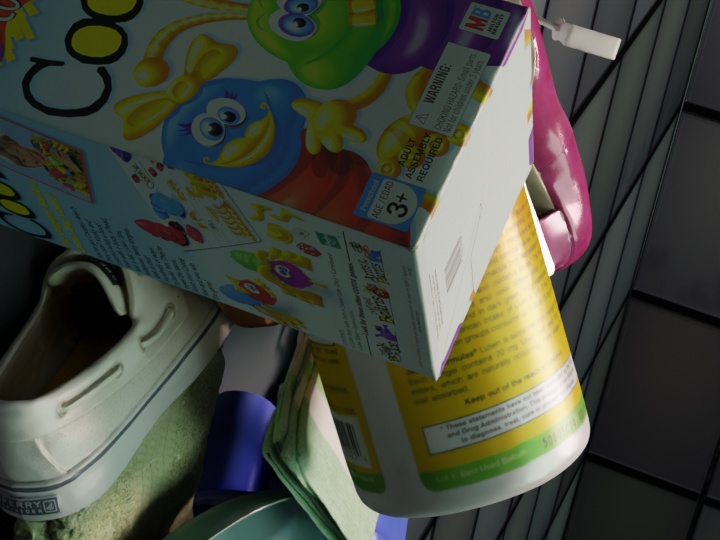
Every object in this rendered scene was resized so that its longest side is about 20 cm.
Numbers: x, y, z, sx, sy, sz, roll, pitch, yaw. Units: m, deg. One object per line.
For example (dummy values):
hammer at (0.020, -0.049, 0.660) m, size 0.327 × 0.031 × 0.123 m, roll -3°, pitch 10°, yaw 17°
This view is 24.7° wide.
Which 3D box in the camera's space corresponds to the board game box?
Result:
board game box at (-0.047, -0.056, 0.602) m, size 0.105 × 0.199 × 0.103 m, roll 78°, pitch 34°, yaw -62°

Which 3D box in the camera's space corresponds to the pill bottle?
pill bottle at (0.024, -0.004, 0.722) m, size 0.111 × 0.110 × 0.201 m, roll -40°, pitch 116°, yaw -63°

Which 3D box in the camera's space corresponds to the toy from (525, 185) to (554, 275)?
toy at (0.044, -0.068, 0.799) m, size 0.115 × 0.047 × 0.201 m, roll -31°, pitch 106°, yaw -37°

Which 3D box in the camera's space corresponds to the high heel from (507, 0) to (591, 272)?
high heel at (0.090, -0.091, 0.898) m, size 0.096 × 0.067 × 0.201 m, roll -40°, pitch 120°, yaw -52°

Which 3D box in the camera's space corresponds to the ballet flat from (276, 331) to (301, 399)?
ballet flat at (-0.025, 0.065, 1.128) m, size 0.069 × 0.069 × 0.201 m, roll -15°, pitch 121°, yaw -72°

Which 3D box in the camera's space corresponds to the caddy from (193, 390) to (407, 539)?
caddy at (-0.042, 0.158, 0.986) m, size 0.200 × 0.140 × 0.106 m, roll 83°, pitch 16°, yaw -58°

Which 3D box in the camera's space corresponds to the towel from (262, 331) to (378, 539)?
towel at (0.012, 0.034, 0.847) m, size 0.153 × 0.023 × 0.201 m, roll 61°, pitch 44°, yaw -56°

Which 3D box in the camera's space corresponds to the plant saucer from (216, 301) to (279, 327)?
plant saucer at (-0.045, -0.074, 0.786) m, size 0.200 × 0.032 × 0.202 m, roll -2°, pitch 90°, yaw -78°

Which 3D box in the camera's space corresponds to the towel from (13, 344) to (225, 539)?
towel at (-0.121, 0.124, 0.815) m, size 0.149 × 0.036 × 0.201 m, roll -51°, pitch 167°, yaw -41°

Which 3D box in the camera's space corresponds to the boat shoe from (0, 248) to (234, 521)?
boat shoe at (-0.112, 0.021, 0.733) m, size 0.200 × 0.070 × 0.070 m, roll -58°, pitch 145°, yaw -51°

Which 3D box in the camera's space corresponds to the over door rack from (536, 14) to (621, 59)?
over door rack at (0.097, -0.229, 1.000) m, size 0.066 × 0.200 × 0.149 m, roll 6°, pitch 107°, yaw -32°

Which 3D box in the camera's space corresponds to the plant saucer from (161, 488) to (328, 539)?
plant saucer at (-0.090, 0.185, 0.846) m, size 0.200 × 0.027 × 0.201 m, roll -39°, pitch 154°, yaw -23°
